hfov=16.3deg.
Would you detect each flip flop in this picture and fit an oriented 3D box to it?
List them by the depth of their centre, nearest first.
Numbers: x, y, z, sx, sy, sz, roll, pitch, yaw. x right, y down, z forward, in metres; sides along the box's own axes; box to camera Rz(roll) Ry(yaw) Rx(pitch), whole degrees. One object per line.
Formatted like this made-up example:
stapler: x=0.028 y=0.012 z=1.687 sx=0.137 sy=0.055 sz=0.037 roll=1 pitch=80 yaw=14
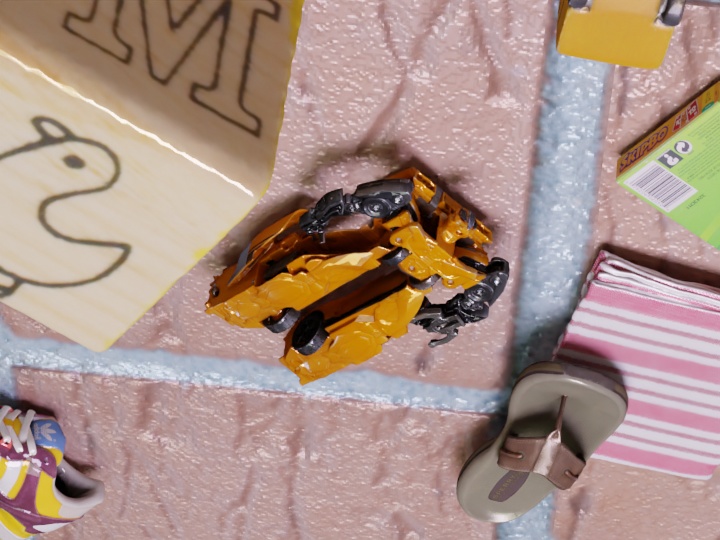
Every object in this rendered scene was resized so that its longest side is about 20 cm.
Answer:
flip flop: x=0.121 y=0.128 z=1.729 sx=0.081 sy=0.058 sz=0.200 roll=20 pitch=139 yaw=-13

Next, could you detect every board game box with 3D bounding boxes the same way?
board game box: x=0.266 y=-0.038 z=1.584 sx=0.200 sy=0.030 sz=0.095 roll=33 pitch=132 yaw=-22

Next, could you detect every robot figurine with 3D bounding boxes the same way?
robot figurine: x=0.000 y=0.000 z=1.646 sx=0.200 sy=0.058 sz=0.145 roll=-29 pitch=126 yaw=35

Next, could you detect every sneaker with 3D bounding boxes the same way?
sneaker: x=-0.265 y=0.118 z=1.816 sx=0.090 sy=0.075 sz=0.200 roll=-21 pitch=136 yaw=18

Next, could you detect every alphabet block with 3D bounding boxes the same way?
alphabet block: x=-0.171 y=-0.108 z=1.458 sx=0.200 sy=0.197 sz=0.195 roll=29 pitch=136 yaw=-21

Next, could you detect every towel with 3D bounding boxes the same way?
towel: x=0.200 y=0.069 z=1.713 sx=0.146 sy=0.030 sz=0.200 roll=14 pitch=140 yaw=-5

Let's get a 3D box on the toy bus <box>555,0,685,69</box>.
toy bus: x=0.157 y=-0.199 z=1.390 sx=0.065 sy=0.078 sz=0.200 roll=10 pitch=137 yaw=0
